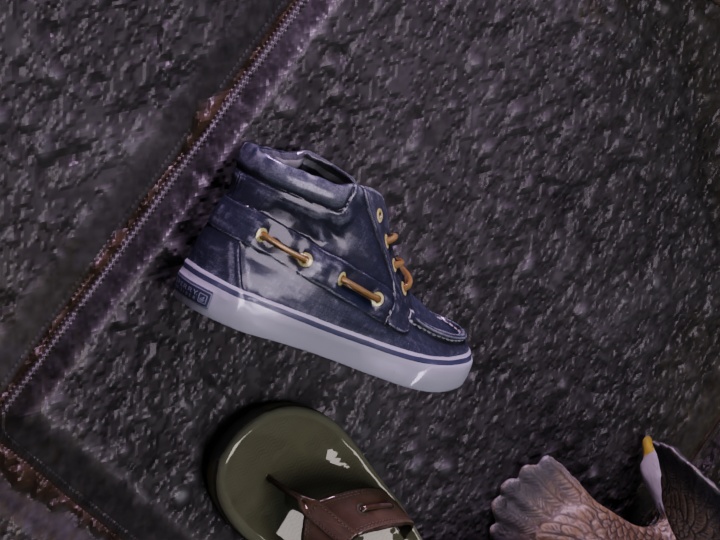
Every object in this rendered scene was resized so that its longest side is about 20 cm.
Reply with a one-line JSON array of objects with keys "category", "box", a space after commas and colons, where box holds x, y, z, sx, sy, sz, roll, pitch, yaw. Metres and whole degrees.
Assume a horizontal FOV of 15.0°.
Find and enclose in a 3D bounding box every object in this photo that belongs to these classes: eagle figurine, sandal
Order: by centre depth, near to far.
[{"category": "sandal", "box": [-0.002, 0.144, 1.465, 0.080, 0.057, 0.201, -50, 117, -13]}, {"category": "eagle figurine", "box": [0.188, 0.166, 1.633, 0.200, 0.151, 0.152, 7, 115, -56]}]

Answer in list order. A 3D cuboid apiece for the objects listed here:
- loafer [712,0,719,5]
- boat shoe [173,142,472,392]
[{"category": "loafer", "box": [0.217, -0.196, 1.525, 0.200, 0.067, 0.076, 36, 83, -46]}, {"category": "boat shoe", "box": [0.000, 0.000, 1.406, 0.200, 0.071, 0.091, 18, 100, -44]}]
